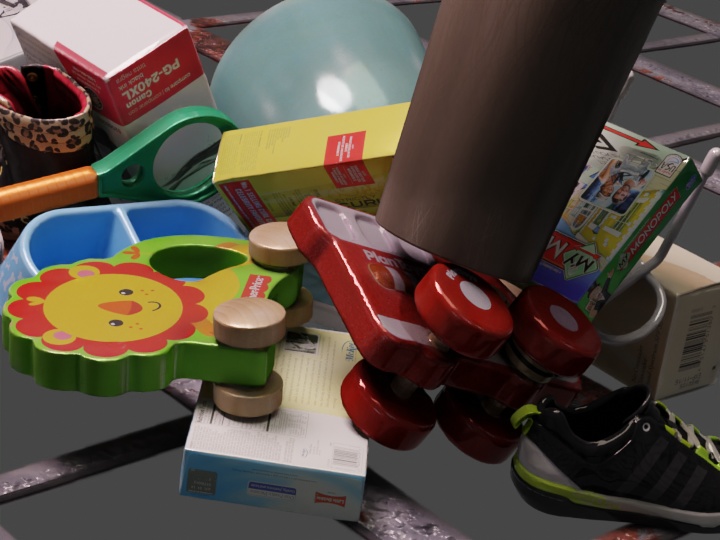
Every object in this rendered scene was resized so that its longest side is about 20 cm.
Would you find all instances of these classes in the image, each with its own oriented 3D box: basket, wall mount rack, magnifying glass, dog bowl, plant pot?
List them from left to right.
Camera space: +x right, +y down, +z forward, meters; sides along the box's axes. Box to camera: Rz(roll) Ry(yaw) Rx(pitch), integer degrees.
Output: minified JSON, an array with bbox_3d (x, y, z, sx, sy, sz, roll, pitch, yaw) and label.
[{"bbox_3d":[-0.177,-0.071,1.311,0.198,0.080,0.022,-18,43,-26],"label":"magnifying glass"},{"bbox_3d":[-0.166,0.000,1.294,0.198,0.050,0.112,-7,50,-31],"label":"dog bowl"},{"bbox_3d":[-0.011,-0.104,1.469,0.198,0.202,0.162,-1,37,-23],"label":"plant pot"},{"bbox_3d":[0.095,-0.106,1.155,0.135,0.202,0.180,19,11,-14],"label":"basket"},{"bbox_3d":[0.172,-0.046,1.313,0.173,0.075,0.200,-36,46,-2],"label":"wall mount rack"}]

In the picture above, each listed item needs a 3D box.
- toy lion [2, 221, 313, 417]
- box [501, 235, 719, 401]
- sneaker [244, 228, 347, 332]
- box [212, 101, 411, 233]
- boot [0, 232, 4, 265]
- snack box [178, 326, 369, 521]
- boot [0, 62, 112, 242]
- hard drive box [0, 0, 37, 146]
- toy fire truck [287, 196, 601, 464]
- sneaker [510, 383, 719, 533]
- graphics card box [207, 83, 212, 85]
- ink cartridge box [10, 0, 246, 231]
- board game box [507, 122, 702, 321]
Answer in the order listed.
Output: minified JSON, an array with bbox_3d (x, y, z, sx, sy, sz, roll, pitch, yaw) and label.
[{"bbox_3d":[-0.135,0.026,1.182,0.189,0.069,0.200,7,25,6],"label":"toy lion"},{"bbox_3d":[0.190,0.013,1.389,0.077,0.096,0.199,-12,29,-38],"label":"box"},{"bbox_3d":[0.000,0.000,1.359,0.198,0.083,0.074,11,25,8],"label":"sneaker"},{"bbox_3d":[-0.004,-0.075,1.300,0.198,0.075,0.051,-5,54,23],"label":"box"},{"bbox_3d":[-0.361,-0.049,1.350,0.199,0.074,0.090,29,25,37],"label":"boot"},{"bbox_3d":[-0.051,0.093,1.186,0.115,0.037,0.200,9,24,-1],"label":"snack box"},{"bbox_3d":[-0.265,-0.091,1.375,0.199,0.152,0.073,29,51,31],"label":"boot"},{"bbox_3d":[-0.344,-0.171,1.569,0.199,0.078,0.155,-28,37,-32],"label":"hard drive box"},{"bbox_3d":[0.056,0.028,1.194,0.199,0.112,0.169,14,36,-39],"label":"toy fire truck"},{"bbox_3d":[0.193,0.118,1.161,0.198,0.084,0.072,3,24,-14],"label":"sneaker"},{"bbox_3d":[-0.157,-0.128,1.634,0.198,0.051,0.125,-10,29,-34],"label":"graphics card box"},{"bbox_3d":[-0.176,-0.114,1.402,0.083,0.201,0.145,-37,44,-22],"label":"ink cartridge box"},{"bbox_3d":[0.129,-0.056,1.281,0.199,0.029,0.135,29,73,43],"label":"board game box"}]
